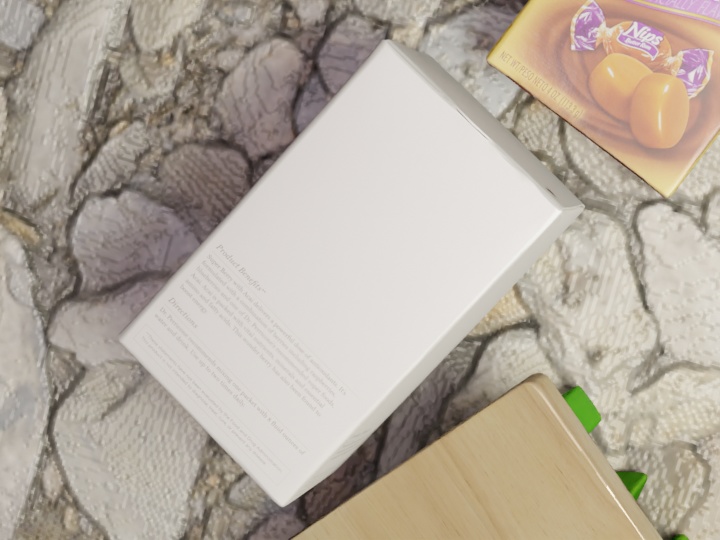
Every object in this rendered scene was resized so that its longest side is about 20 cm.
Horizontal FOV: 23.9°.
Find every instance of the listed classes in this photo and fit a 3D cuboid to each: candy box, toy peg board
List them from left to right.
[{"bbox_3d":[0.086,0.175,0.881,0.199,0.098,0.200,-37,85,28],"label":"toy peg board"},{"bbox_3d":[0.169,-0.150,0.849,0.117,0.056,0.200,38,99,8],"label":"candy box"}]

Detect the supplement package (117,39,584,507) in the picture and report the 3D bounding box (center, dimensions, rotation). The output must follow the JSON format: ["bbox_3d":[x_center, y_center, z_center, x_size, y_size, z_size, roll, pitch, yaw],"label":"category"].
[{"bbox_3d":[0.000,0.000,0.861,0.121,0.120,0.200,45,101,7],"label":"supplement package"}]
